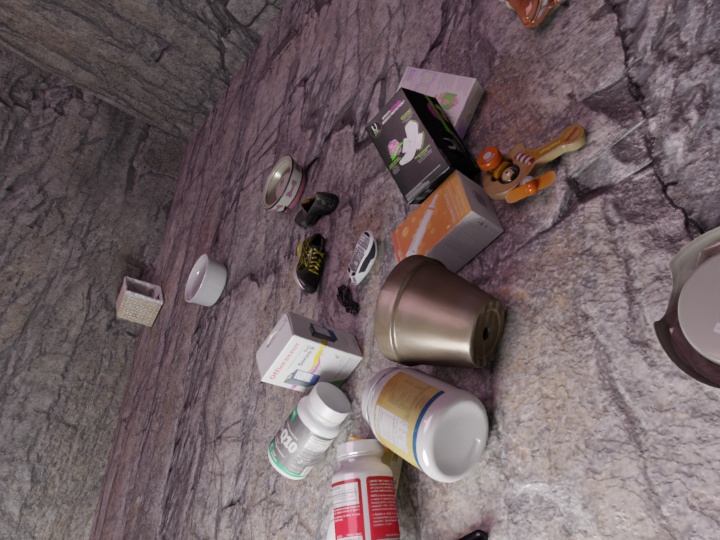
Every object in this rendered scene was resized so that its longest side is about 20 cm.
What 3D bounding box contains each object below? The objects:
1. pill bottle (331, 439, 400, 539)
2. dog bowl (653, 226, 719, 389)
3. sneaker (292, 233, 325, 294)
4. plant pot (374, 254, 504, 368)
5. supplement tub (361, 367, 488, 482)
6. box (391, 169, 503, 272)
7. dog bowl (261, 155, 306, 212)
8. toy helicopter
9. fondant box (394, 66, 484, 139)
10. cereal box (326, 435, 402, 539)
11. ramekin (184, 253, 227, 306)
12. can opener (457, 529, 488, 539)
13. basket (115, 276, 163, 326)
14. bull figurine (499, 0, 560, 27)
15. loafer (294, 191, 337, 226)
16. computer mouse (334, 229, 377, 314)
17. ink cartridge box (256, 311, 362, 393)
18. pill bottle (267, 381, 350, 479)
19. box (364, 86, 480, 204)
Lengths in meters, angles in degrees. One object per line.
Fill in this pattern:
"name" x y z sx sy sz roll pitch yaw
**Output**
"pill bottle" 0.007 0.404 0.929 0.112 0.111 0.203 -32 53 41
"dog bowl" 0.450 0.046 0.621 0.199 0.058 0.203 -35 43 40
"sneaker" -0.140 -0.028 1.523 0.084 0.074 0.203 -40 40 34
"plant pot" 0.148 0.088 0.941 0.172 0.199 0.203 16 83 41
"supplement tub" 0.103 0.251 0.917 0.199 0.143 0.147 12 79 58
"box" 0.168 -0.076 1.079 0.200 0.096 0.126 -45 38 31
"dog bowl" -0.264 -0.293 1.879 0.199 0.073 0.203 -35 43 41
"toy helicopter" 0.312 -0.191 0.968 0.198 0.079 0.134 -30 39 26
"fondant box" 0.167 -0.382 1.253 0.198 0.058 0.146 26 92 37
"cereal box" 0.008 0.433 1.036 0.143 0.039 0.204 -10 62 51
"ramekin" -0.617 0.045 2.158 0.199 0.097 0.204 -34 44 39
"can opener" 0.125 0.467 0.840 0.201 0.078 0.063 -51 -4 18
"basket" -1.138 0.159 2.761 0.163 0.198 0.198 -62 32 9
"bull figurine" 0.365 -0.597 1.153 0.121 0.064 0.203 -44 38 35
"loafer" -0.153 -0.195 1.652 0.199 0.072 0.074 -28 49 46
"computer mouse" 0.000 0.000 1.332 0.203 0.043 0.110 -66 27 11
"ink cartridge box" -0.117 0.196 1.226 0.146 0.198 0.088 -52 35 19
"pill bottle" -0.113 0.354 1.199 0.201 0.112 0.114 -55 34 16
"box" 0.130 -0.257 1.135 0.124 0.147 0.202 -38 73 35
